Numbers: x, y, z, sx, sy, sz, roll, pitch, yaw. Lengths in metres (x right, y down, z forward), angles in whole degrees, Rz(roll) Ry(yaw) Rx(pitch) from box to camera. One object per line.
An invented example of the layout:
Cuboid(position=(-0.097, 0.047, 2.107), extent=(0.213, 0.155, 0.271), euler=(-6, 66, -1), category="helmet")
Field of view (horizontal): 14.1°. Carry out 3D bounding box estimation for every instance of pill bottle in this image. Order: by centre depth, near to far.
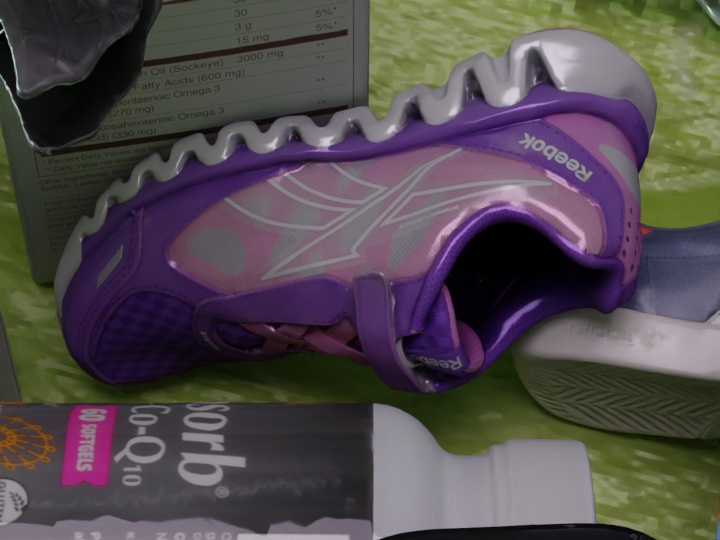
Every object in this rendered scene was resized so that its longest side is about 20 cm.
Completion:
Cuboid(position=(-0.034, 0.095, 0.837), extent=(0.199, 0.117, 0.117), euler=(0, 60, -1), category="pill bottle")

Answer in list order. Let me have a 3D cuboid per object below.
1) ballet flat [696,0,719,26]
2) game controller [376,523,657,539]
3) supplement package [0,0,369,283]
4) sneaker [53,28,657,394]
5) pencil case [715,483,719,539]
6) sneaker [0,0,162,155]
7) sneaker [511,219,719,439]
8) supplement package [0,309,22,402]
Cuboid(position=(0.060, -0.143, 1.012), extent=(0.199, 0.070, 0.070), euler=(27, 63, 14), category="ballet flat")
Cuboid(position=(0.040, 0.167, 0.783), extent=(0.104, 0.042, 0.201), euler=(0, 99, 5), category="game controller")
Cuboid(position=(-0.062, -0.101, 0.902), extent=(0.117, 0.200, 0.117), euler=(-9, 60, -5), category="supplement package")
Cuboid(position=(0.000, 0.000, 0.887), extent=(0.199, 0.081, 0.089), euler=(-19, 55, 12), category="sneaker")
Cuboid(position=(0.137, 0.074, 0.785), extent=(0.088, 0.089, 0.201), euler=(6, 59, 3), category="pencil case")
Cuboid(position=(-0.105, -0.127, 0.767), extent=(0.104, 0.060, 0.200), euler=(-35, 69, -22), category="sneaker")
Cuboid(position=(0.151, 0.014, 0.908), extent=(0.199, 0.075, 0.085), euler=(13, 65, 8), category="sneaker")
Cuboid(position=(-0.210, 0.056, 0.857), extent=(0.121, 0.120, 0.200), euler=(30, 64, 17), category="supplement package")
